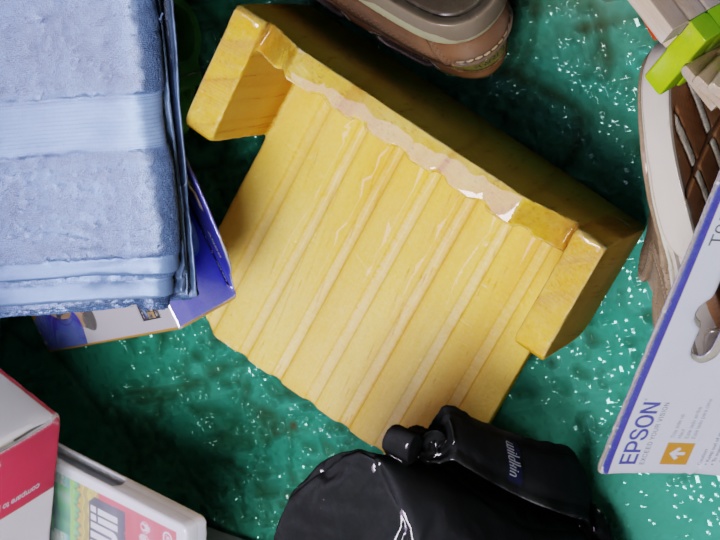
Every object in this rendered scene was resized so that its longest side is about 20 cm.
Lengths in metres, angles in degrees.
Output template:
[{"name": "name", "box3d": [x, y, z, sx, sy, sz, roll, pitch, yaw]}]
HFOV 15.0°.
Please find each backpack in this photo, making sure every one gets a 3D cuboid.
[{"name": "backpack", "box3d": [0.046, 0.153, 1.314, 0.126, 0.200, 0.168, -16, 83, 29]}]

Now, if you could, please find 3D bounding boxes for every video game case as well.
[{"name": "video game case", "box3d": [-0.158, 0.155, 1.404, 0.199, 0.017, 0.144, 23, 120, 36]}]

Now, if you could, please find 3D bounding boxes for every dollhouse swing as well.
[{"name": "dollhouse swing", "box3d": [0.000, 0.000, 1.294, 0.199, 0.182, 0.176, 34, 102, 9]}]

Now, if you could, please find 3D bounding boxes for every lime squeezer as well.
[{"name": "lime squeezer", "box3d": [-0.106, -0.110, 1.377, 0.071, 0.038, 0.201, 45, 131, 41]}]

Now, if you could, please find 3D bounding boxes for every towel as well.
[{"name": "towel", "box3d": [-0.137, -0.079, 1.248, 0.111, 0.049, 0.201, -2, 105, 9]}]

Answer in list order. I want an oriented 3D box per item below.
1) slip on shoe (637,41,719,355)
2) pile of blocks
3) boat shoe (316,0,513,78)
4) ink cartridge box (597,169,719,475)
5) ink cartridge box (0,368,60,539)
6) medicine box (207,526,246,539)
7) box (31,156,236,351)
[{"name": "slip on shoe", "box3d": [0.154, -0.010, 1.267, 0.060, 0.076, 0.201, 0, 117, 42]}, {"name": "pile of blocks", "box3d": [0.183, -0.076, 1.196, 0.199, 0.082, 0.062, 33, 145, -2]}, {"name": "boat shoe", "box3d": [-0.013, -0.154, 1.279, 0.200, 0.072, 0.068, 43, 166, 24]}, {"name": "ink cartridge box", "box3d": [0.218, 0.013, 1.183, 0.199, 0.041, 0.200, 6, 129, -16]}, {"name": "ink cartridge box", "box3d": [-0.233, 0.127, 1.377, 0.147, 0.085, 0.201, 33, 130, 29]}, {"name": "medicine box", "box3d": [-0.056, 0.261, 1.465, 0.181, 0.103, 0.201, 16, 118, 20]}, {"name": "box", "box3d": [-0.131, -0.026, 1.357, 0.200, 0.041, 0.120, -11, 106, 64]}]
